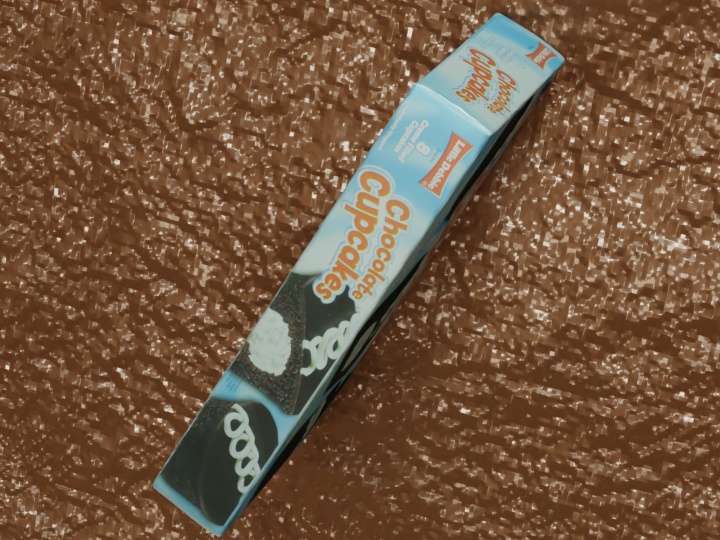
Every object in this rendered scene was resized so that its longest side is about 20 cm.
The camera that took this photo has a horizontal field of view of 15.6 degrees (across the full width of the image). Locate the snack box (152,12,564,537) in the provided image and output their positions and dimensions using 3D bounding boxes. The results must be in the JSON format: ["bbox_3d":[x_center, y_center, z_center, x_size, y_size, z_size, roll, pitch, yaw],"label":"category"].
[{"bbox_3d":[0.000,0.000,1.010,0.037,0.116,0.200,35,115,4],"label":"snack box"}]
